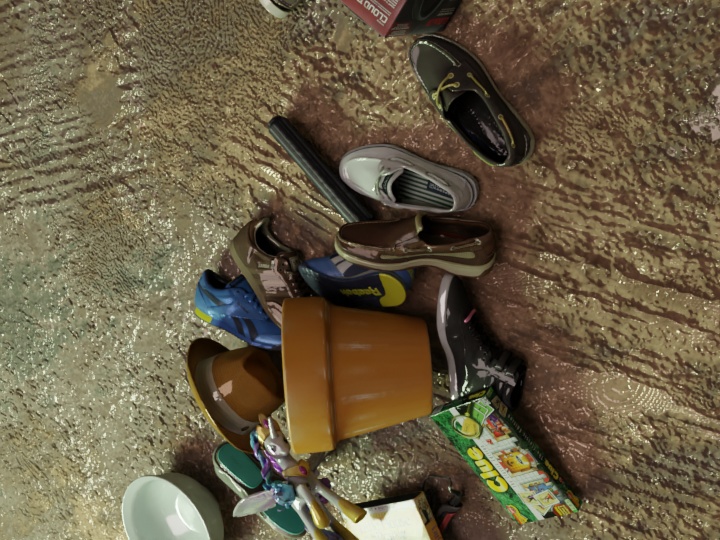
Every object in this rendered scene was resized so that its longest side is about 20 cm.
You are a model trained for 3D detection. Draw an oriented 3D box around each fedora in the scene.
[{"bbox_3d":[-0.166,0.166,1.320,0.082,0.201,0.201,-32,88,15],"label":"fedora"}]

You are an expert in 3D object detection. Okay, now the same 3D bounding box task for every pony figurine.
[{"bbox_3d":[-0.083,0.308,1.277,0.200,0.166,0.194,45,151,24],"label":"pony figurine"}]

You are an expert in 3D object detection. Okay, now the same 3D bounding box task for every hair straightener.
[{"bbox_3d":[0.085,0.361,1.300,0.077,0.041,0.201,35,126,19],"label":"hair straightener"}]

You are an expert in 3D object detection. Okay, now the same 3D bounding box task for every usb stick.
[{"bbox_3d":[-0.052,-0.128,1.224,0.033,0.055,0.200,-42,80,6],"label":"usb stick"}]

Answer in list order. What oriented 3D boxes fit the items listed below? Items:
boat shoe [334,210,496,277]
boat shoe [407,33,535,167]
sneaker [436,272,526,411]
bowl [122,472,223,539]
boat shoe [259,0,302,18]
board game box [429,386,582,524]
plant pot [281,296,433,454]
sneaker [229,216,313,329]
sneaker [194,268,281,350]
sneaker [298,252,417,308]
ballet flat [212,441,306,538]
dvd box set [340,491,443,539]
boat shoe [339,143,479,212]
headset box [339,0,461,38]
[{"bbox_3d":[0.068,-0.046,1.127,0.201,0.075,0.075,4,137,2],"label":"boat shoe"},{"bbox_3d":[0.124,-0.204,1.081,0.201,0.060,0.072,48,124,10],"label":"boat shoe"},{"bbox_3d":[0.158,0.095,1.156,0.099,0.071,0.201,-1,111,30],"label":"sneaker"},{"bbox_3d":[-0.299,0.421,1.535,0.200,0.090,0.202,11,111,30],"label":"bowl"},{"bbox_3d":[-0.136,-0.425,1.169,0.059,0.072,0.201,-31,91,29],"label":"boat shoe"},{"bbox_3d":[0.187,0.243,1.174,0.200,0.023,0.105,51,137,-10],"label":"board game box"},{"bbox_3d":[-0.002,0.130,1.184,0.182,0.200,0.201,-4,106,0],"label":"plant pot"},{"bbox_3d":[-0.109,0.014,1.294,0.200,0.070,0.076,50,123,8],"label":"sneaker"},{"bbox_3d":[-0.164,0.056,1.346,0.199,0.066,0.079,22,112,25],"label":"sneaker"},{"bbox_3d":[0.000,0.000,1.225,0.199,0.082,0.074,3,140,44],"label":"sneaker"},{"bbox_3d":[-0.157,0.352,1.451,0.200,0.067,0.064,41,150,15],"label":"ballet flat"},{"bbox_3d":[0.067,0.420,1.295,0.146,0.029,0.201,-21,92,38],"label":"dvd box set"},{"bbox_3d":[0.050,-0.117,1.153,0.199,0.067,0.074,11,111,29],"label":"boat shoe"},{"bbox_3d":[0.075,-0.349,1.012,0.077,0.149,0.200,42,122,14],"label":"headset box"}]
